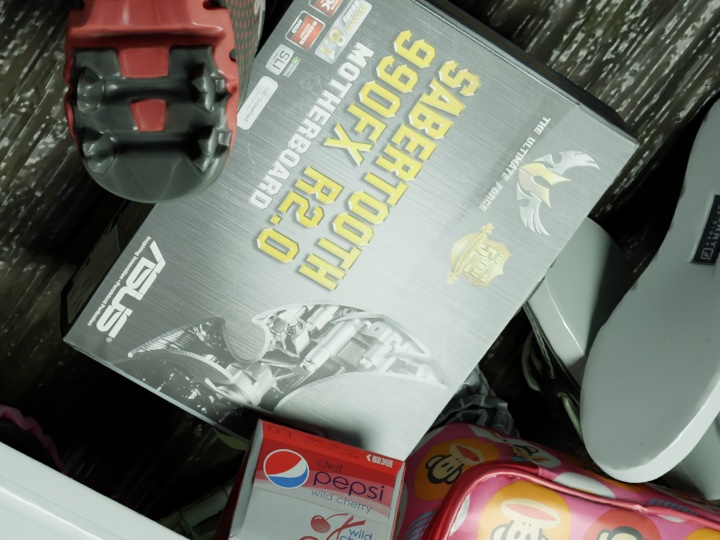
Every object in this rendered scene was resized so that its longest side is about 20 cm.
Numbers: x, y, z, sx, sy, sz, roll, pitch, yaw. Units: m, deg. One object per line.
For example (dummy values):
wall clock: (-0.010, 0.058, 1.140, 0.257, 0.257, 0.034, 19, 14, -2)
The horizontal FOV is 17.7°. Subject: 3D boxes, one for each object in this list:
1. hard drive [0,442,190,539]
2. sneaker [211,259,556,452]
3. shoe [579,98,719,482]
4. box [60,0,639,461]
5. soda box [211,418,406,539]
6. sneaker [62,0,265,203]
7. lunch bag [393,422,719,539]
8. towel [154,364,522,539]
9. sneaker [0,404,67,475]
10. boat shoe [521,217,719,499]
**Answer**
hard drive: (-0.115, 0.136, 0.940, 0.200, 0.027, 0.132, 31, 138, -23)
sneaker: (0.000, 0.000, 1.024, 0.200, 0.076, 0.088, -34, 131, 5)
shoe: (0.174, 0.018, 1.085, 0.091, 0.071, 0.200, 40, 69, -48)
box: (-0.007, -0.020, 0.960, 0.158, 0.048, 0.200, 31, 106, -19)
soda box: (-0.040, 0.150, 1.010, 0.070, 0.064, 0.200, 17, 141, -5)
sneaker: (-0.073, -0.131, 0.860, 0.071, 0.098, 0.201, 2, 108, 5)
lunch bag: (0.090, 0.177, 1.075, 0.200, 0.082, 0.177, 17, 97, -24)
towel: (0.003, 0.150, 1.155, 0.200, 0.086, 0.166, -29, 137, -1)
sneaker: (-0.183, 0.090, 0.991, 0.079, 0.095, 0.200, -37, 138, 4)
boat shoe: (0.114, 0.049, 1.129, 0.064, 0.071, 0.200, -10, 132, 34)
